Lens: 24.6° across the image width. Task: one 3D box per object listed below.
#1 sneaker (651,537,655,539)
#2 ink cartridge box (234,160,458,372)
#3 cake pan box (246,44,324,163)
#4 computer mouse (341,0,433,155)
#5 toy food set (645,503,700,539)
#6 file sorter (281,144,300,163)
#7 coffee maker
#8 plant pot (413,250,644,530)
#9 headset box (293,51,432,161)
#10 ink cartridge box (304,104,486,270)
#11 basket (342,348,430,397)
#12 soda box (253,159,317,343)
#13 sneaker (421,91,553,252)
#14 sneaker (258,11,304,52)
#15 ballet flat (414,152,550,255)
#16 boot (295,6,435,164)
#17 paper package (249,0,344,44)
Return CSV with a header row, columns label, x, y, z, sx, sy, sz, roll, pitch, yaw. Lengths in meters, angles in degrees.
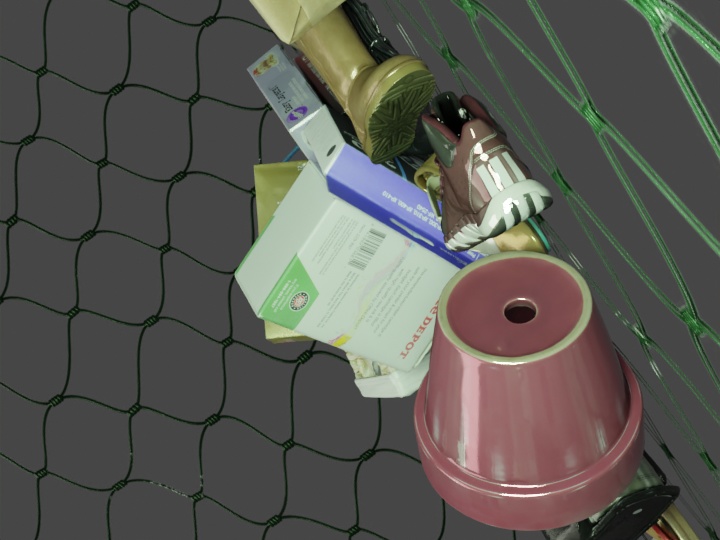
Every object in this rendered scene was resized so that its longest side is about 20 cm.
label,x,y,z,sx,sy,sz,roll,pitch,yaw
sneaker,0.399,0.394,2.121,0.070,0.080,0.200,54,-178,-13
ink cartridge box,0.000,0.000,1.645,0.200,0.145,0.088,23,-161,-33
cake pan box,-0.036,-0.133,1.794,0.184,0.052,0.200,52,-178,-33
computer mouse,0.028,-0.172,1.613,0.139,0.053,0.200,54,179,30
toy food set,0.370,0.325,1.951,0.200,0.049,0.198,56,180,-5
file sorter,-0.008,-0.067,2.023,0.200,0.139,0.123,37,-168,-28
coffee maker,0.209,0.213,1.767,0.135,0.192,0.200,25,-152,-57
plant pot,0.137,0.089,1.399,0.200,0.200,0.179,55,164,44
headset box,0.012,-0.173,1.826,0.149,0.075,0.200,55,180,-33
ink cartridge box,0.047,-0.074,1.608,0.198,0.043,0.200,30,-165,-19
basket,0.075,0.042,1.848,0.123,0.200,0.136,62,160,-6
soda box,-0.079,-0.021,1.865,0.068,0.064,0.200,52,-147,-81
sneaker,0.087,-0.083,1.285,0.116,0.076,0.200,61,169,0
sneaker,-0.076,-0.301,1.608,0.200,0.070,0.076,59,162,-14
ballet flat,0.106,-0.050,1.488,0.069,0.063,0.200,58,178,-35
boot,-0.019,-0.209,1.492,0.200,0.066,0.175,58,161,14
paper package,-0.094,-0.308,1.289,0.200,0.103,0.191,54,179,43
